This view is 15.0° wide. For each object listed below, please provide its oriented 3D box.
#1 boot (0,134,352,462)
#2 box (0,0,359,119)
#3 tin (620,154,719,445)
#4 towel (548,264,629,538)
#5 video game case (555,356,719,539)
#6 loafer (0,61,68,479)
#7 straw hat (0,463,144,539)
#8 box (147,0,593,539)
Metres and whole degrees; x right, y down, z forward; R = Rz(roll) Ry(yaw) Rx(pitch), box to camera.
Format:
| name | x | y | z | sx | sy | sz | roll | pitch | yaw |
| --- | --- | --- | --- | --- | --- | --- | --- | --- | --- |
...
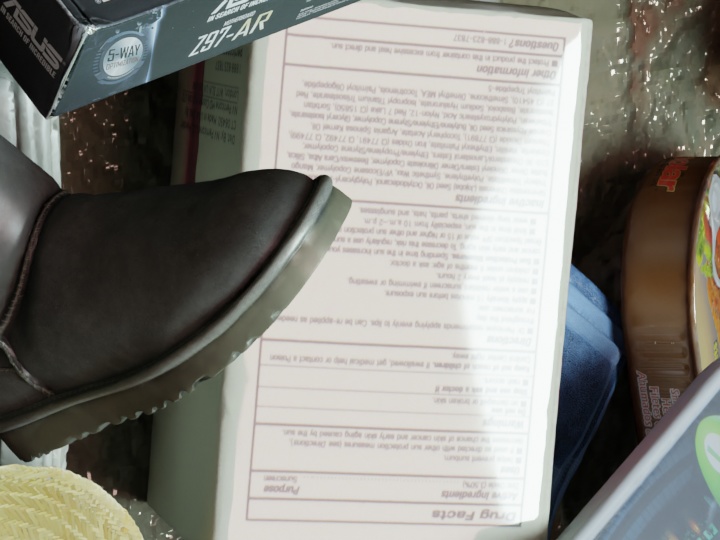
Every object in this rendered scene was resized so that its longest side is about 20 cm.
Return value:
| name | x | y | z | sx | sy | sz | roll | pitch | yaw |
| --- | --- | --- | --- | --- | --- | --- | --- | --- | --- |
| boot | -0.124 | -0.040 | 0.814 | 0.200 | 0.181 | 0.073 | 48 | 39 | -16 |
| box | -0.065 | -0.149 | 0.905 | 0.199 | 0.044 | 0.160 | -24 | 68 | -38 |
| tin | 0.150 | 0.047 | 1.187 | 0.112 | 0.042 | 0.201 | -54 | 138 | -59 |
| towel | 0.038 | 0.084 | 1.108 | 0.112 | 0.048 | 0.201 | 40 | 70 | -39 |
| video game case | 0.156 | 0.142 | 1.017 | 0.182 | 0.023 | 0.200 | 52 | 35 | -1 |
| loafer | -0.134 | 0.012 | 0.929 | 0.069 | 0.070 | 0.201 | -2 | 107 | -6 |
| straw hat | -0.166 | 0.137 | 0.893 | 0.201 | 0.085 | 0.202 | -31 | 132 | -42 |
| box | 0.000 | 0.000 | 0.990 | 0.127 | 0.109 | 0.201 | 3 | 96 | -18 |
